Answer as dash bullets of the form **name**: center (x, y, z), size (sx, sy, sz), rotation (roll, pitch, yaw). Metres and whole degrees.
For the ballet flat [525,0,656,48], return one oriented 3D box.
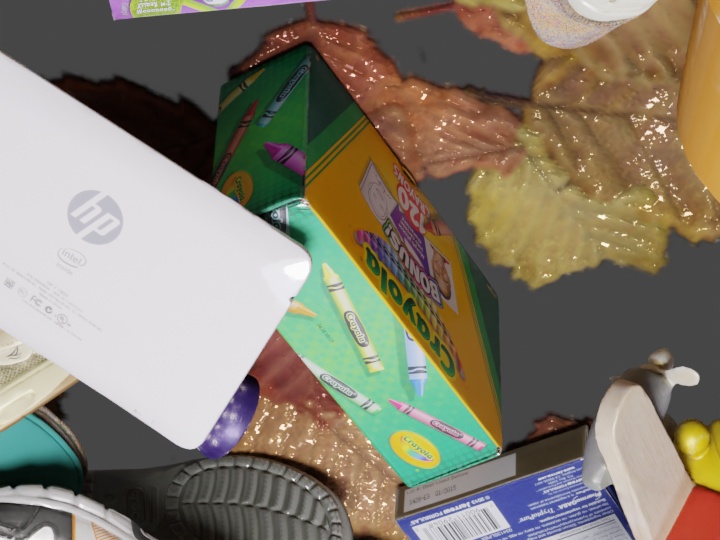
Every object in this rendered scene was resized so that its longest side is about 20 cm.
- **ballet flat**: center (0.124, -0.165, 1.311), size (0.068, 0.067, 0.200), rotation (-3, 135, -19)

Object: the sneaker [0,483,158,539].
- **sneaker**: center (-0.137, 0.177, 1.532), size (0.200, 0.080, 0.074), rotation (20, 140, -15)

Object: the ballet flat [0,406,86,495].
- **ballet flat**: center (-0.228, 0.069, 1.525), size (0.068, 0.067, 0.200), rotation (-47, 134, 12)

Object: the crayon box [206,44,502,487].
- **crayon box**: center (0.000, 0.000, 1.436), size (0.058, 0.119, 0.200), rotation (-23, 128, 20)

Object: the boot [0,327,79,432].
- **boot**: center (-0.158, -0.029, 1.436), size (0.200, 0.073, 0.156), rotation (-36, 97, -9)

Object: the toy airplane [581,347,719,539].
- **toy airplane**: center (0.173, 0.132, 1.539), size (0.199, 0.141, 0.200), rotation (-6, 126, -38)

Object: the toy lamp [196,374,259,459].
- **toy lamp**: center (-0.146, 0.034, 1.513), size (0.200, 0.058, 0.058), rotation (30, 126, -24)

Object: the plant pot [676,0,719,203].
- **plant pot**: center (0.232, -0.110, 1.298), size (0.200, 0.200, 0.183), rotation (11, 148, -9)

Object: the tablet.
- **tablet**: center (-0.133, -0.012, 1.358), size (0.200, 0.014, 0.130), rotation (33, 119, -1)

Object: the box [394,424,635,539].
- **box**: center (0.118, 0.179, 1.654), size (0.121, 0.032, 0.200), rotation (-20, 127, 19)

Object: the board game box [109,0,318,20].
- **board game box**: center (-0.029, -0.179, 1.335), size (0.200, 0.032, 0.120), rotation (-5, 129, 6)

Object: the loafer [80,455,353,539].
- **loafer**: center (-0.103, 0.151, 1.617), size (0.200, 0.075, 0.070), rotation (3, 145, 4)
